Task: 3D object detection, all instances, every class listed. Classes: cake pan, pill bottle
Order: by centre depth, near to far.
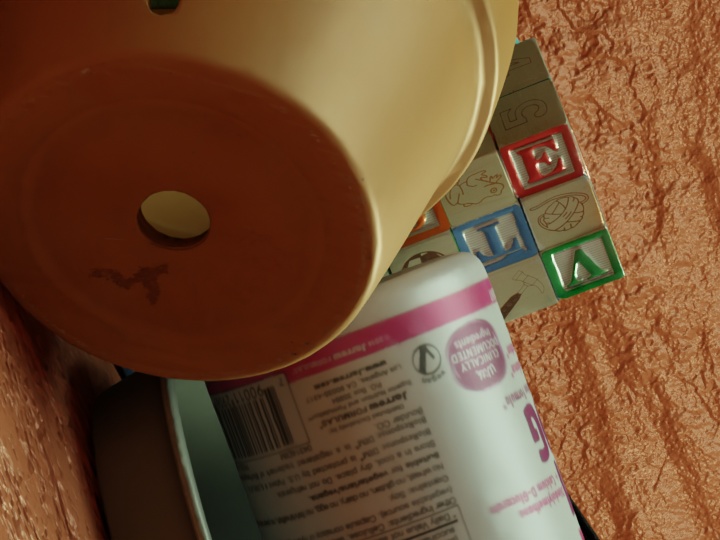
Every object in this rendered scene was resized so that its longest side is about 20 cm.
[{"bbox_3d":[-0.050,0.121,1.024,0.200,0.037,0.201,-21,90,-85],"label":"cake pan"},{"bbox_3d":[0.025,0.103,1.030,0.113,0.113,0.201,-34,104,-85],"label":"pill bottle"}]

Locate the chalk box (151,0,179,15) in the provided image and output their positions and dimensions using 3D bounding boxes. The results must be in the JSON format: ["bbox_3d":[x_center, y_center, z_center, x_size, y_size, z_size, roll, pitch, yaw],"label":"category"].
[{"bbox_3d":[-0.047,-0.171,1.046,0.200,0.124,0.125,4,-45,48],"label":"chalk box"}]

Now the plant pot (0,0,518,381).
[{"bbox_3d":[-0.050,-0.058,0.947,0.140,0.200,0.200,-79,152,-50],"label":"plant pot"}]

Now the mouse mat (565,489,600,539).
[{"bbox_3d":[0.106,0.196,1.074,0.161,0.008,0.200,-123,-158,-52],"label":"mouse mat"}]

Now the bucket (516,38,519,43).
[{"bbox_3d":[-0.003,-0.077,1.471,0.135,0.207,0.207,61,8,-25],"label":"bucket"}]

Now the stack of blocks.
[{"bbox_3d":[0.000,0.000,1.115,0.059,0.200,0.115,-106,173,-48],"label":"stack of blocks"}]
